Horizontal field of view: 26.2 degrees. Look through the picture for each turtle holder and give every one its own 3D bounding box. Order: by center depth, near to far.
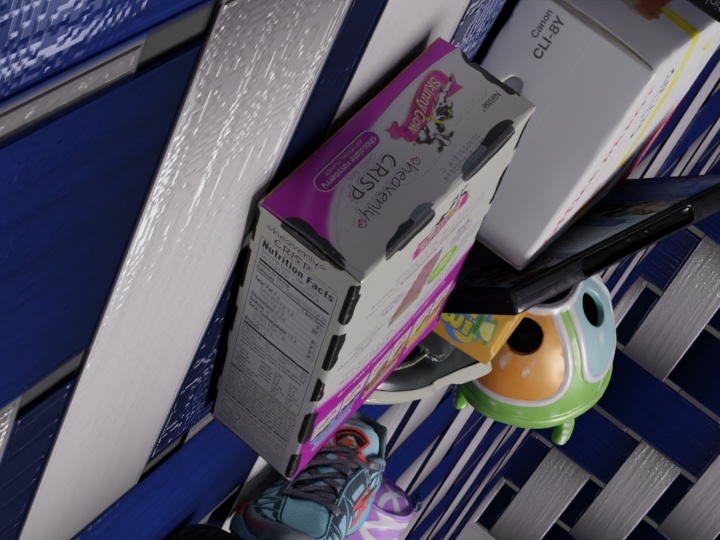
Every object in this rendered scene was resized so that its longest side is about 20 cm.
[{"bbox_3d":[0.156,0.039,1.289,0.185,0.141,0.132,-35,144,-30],"label":"turtle holder"}]

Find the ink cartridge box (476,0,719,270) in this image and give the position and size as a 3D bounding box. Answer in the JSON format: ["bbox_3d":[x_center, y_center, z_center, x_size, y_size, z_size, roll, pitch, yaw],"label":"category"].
[{"bbox_3d":[0.130,-0.103,0.897,0.200,0.083,0.145,-35,160,-57],"label":"ink cartridge box"}]

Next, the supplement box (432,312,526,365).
[{"bbox_3d":[0.114,-0.025,1.068,0.200,0.069,0.067,-52,171,-46],"label":"supplement box"}]

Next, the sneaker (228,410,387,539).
[{"bbox_3d":[-0.029,0.145,1.076,0.096,0.079,0.200,-66,174,13],"label":"sneaker"}]

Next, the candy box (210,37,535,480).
[{"bbox_3d":[0.000,0.000,0.754,0.136,0.061,0.200,-45,167,-32],"label":"candy box"}]

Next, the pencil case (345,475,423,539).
[{"bbox_3d":[-0.036,0.249,1.312,0.200,0.084,0.086,-55,-159,13],"label":"pencil case"}]

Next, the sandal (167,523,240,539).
[{"bbox_3d":[-0.126,0.222,0.878,0.200,0.075,0.048,-40,158,-50],"label":"sandal"}]

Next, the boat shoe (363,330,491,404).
[{"bbox_3d":[0.028,0.053,1.054,0.200,0.072,0.068,-15,103,-61],"label":"boat shoe"}]

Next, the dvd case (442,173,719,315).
[{"bbox_3d":[0.118,-0.017,0.933,0.200,0.018,0.143,-24,-166,-32],"label":"dvd case"}]

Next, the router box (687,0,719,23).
[{"bbox_3d":[0.241,-0.188,0.790,0.157,0.200,0.052,-57,166,24],"label":"router box"}]
